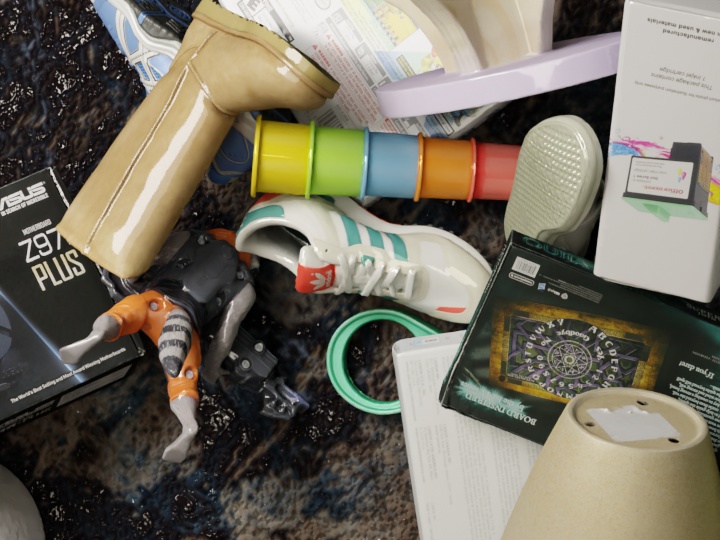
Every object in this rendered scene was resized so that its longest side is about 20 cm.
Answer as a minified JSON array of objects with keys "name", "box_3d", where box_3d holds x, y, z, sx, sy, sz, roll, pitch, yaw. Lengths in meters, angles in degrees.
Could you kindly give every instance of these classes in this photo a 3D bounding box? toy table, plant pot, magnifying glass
[{"name":"toy table","box_3d":[0.088,-0.179,1.237,0.199,0.184,0.118,-11,101,26]},{"name":"plant pot","box_3d":[0.170,0.188,1.201,0.186,0.187,0.201,12,113,17]},{"name":"magnifying glass","box_3d":[0.071,0.071,1.343,0.199,0.022,0.080,3,93,16]}]

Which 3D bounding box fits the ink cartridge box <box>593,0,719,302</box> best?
[{"name":"ink cartridge box","box_3d":[0.221,-0.102,1.186,0.084,0.145,0.201,15,123,20]}]

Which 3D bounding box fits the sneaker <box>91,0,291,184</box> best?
[{"name":"sneaker","box_3d":[-0.143,-0.148,1.376,0.200,0.076,0.077,46,115,21]}]

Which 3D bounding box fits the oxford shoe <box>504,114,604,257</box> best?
[{"name":"oxford shoe","box_3d":[0.142,-0.053,1.241,0.057,0.200,0.075,-14,70,-9]}]

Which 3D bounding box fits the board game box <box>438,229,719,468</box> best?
[{"name":"board game box","box_3d":[0.169,0.069,1.248,0.199,0.028,0.136,22,114,-3]}]

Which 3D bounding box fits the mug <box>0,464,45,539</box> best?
[{"name":"mug","box_3d":[-0.326,0.236,1.395,0.199,0.175,0.148,25,99,15]}]

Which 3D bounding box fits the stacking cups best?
[{"name":"stacking cups","box_3d":[0.021,-0.073,1.312,0.199,0.061,0.061,6,94,-5]}]

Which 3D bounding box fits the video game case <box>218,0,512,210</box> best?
[{"name":"video game case","box_3d":[0.016,-0.177,1.353,0.182,0.022,0.200,-36,80,15]}]

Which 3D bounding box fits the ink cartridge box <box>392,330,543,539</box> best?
[{"name":"ink cartridge box","box_3d":[0.132,0.118,1.310,0.199,0.047,0.161,-8,100,1]}]

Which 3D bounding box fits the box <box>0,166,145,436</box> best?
[{"name":"box","box_3d":[-0.289,0.040,1.373,0.199,0.086,0.164,-24,82,-21]}]

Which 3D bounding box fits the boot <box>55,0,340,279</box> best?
[{"name":"boot","box_3d":[-0.114,-0.078,1.262,0.200,0.066,0.175,-57,35,1]}]

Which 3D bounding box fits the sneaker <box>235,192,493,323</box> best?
[{"name":"sneaker","box_3d":[0.000,0.000,1.316,0.199,0.093,0.071,27,131,18]}]

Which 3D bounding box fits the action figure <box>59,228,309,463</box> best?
[{"name":"action figure","box_3d":[-0.109,0.046,1.327,0.200,0.194,0.105,36,134,-10]}]
